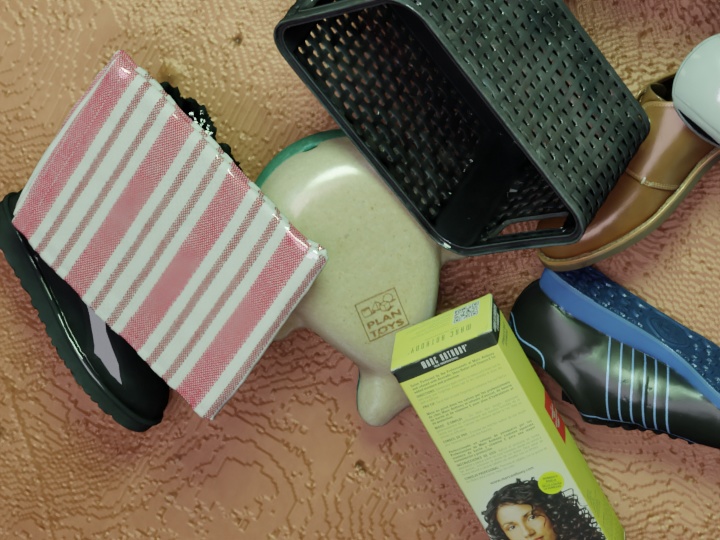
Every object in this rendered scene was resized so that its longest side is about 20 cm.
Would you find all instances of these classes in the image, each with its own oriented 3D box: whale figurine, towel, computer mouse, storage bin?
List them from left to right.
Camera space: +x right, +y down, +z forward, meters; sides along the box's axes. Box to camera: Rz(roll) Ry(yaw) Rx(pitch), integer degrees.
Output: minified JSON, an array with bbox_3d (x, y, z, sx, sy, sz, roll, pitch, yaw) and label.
[{"bbox_3d":[-0.122,-0.023,1.634,0.200,0.030,0.146,45,119,14],"label":"towel"},{"bbox_3d":[0.000,0.000,1.679,0.159,0.104,0.200,-25,117,-2],"label":"whale figurine"},{"bbox_3d":[0.062,-0.114,1.554,0.135,0.094,0.200,-7,130,50],"label":"storage bin"},{"bbox_3d":[0.275,-0.073,1.582,0.200,0.044,0.110,30,106,-24],"label":"computer mouse"}]

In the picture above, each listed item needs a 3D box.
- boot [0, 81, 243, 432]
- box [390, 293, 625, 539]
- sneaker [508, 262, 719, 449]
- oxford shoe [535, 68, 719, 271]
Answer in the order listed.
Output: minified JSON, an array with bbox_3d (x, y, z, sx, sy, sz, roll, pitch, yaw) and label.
[{"bbox_3d":[-0.141,-0.014,1.709,0.162,0.073,0.199,-34,85,18],"label":"boot"},{"bbox_3d":[0.097,0.117,1.654,0.075,0.050,0.200,-24,113,18],"label":"box"},{"bbox_3d":[0.184,0.074,1.659,0.200,0.070,0.078,35,115,7],"label":"sneaker"},{"bbox_3d":[0.180,-0.079,1.619,0.200,0.071,0.071,-40,126,9],"label":"oxford shoe"}]
